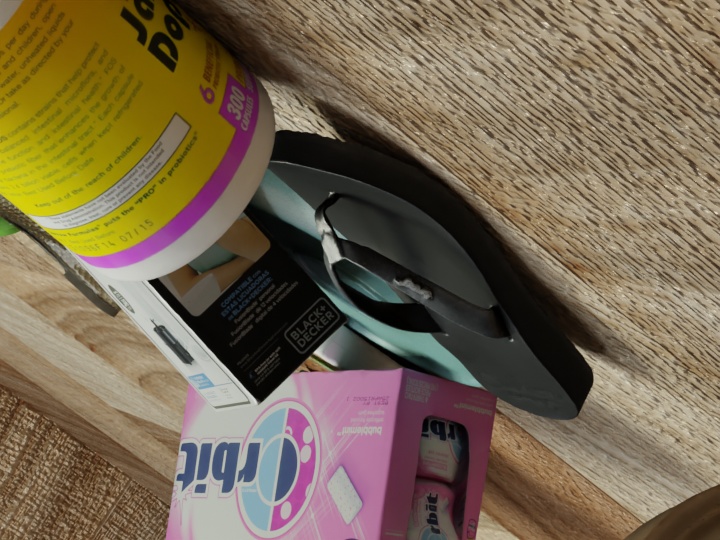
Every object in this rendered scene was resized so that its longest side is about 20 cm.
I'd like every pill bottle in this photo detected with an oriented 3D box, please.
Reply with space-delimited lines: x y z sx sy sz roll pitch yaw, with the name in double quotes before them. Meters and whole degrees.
"pill bottle" -0.131 -0.088 1.010 0.200 0.104 0.104 41 167 -36

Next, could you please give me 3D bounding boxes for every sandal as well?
"sandal" 0.032 0.010 1.094 0.076 0.043 0.200 5 148 50

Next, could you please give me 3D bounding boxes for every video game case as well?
"video game case" -0.054 0.019 1.419 0.182 0.023 0.200 29 176 23

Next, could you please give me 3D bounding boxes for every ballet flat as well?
"ballet flat" -0.204 -0.049 1.598 0.200 0.046 0.067 45 -175 -24

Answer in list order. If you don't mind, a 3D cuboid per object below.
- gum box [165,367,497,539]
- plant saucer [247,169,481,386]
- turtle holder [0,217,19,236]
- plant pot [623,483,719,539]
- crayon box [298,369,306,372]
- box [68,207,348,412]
"gum box" -0.016 0.114 1.342 0.066 0.114 0.200 16 167 -36
"plant saucer" 0.000 0.000 1.231 0.200 0.027 0.200 33 169 7
"turtle holder" -0.309 -0.059 1.659 0.132 0.185 0.142 8 120 66
"plant pot" 0.194 0.158 0.981 0.200 0.201 0.175 34 153 -4
"crayon box" -0.038 0.167 1.616 0.058 0.200 0.172 38 168 -23
"box" -0.103 -0.028 1.206 0.200 0.060 0.117 49 168 -6
